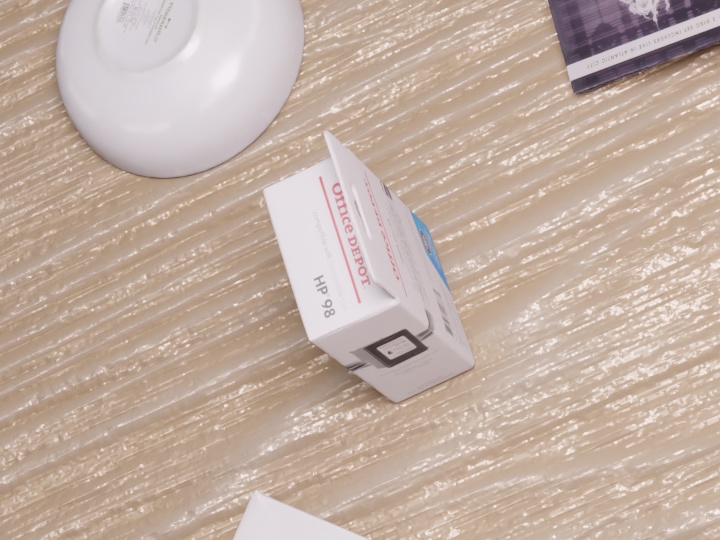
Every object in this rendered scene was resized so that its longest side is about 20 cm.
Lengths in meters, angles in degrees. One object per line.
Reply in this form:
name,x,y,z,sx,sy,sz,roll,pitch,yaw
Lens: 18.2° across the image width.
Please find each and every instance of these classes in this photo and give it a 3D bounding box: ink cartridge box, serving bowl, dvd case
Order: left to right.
serving bowl,-0.145,-0.174,1.673,0.199,0.066,0.202,-7,69,20
ink cartridge box,0.000,0.000,1.481,0.066,0.200,0.116,-24,65,13
dvd case,0.182,-0.238,1.534,0.148,0.016,0.201,-18,85,36

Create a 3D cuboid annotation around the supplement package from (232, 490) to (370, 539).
supplement package,0.021,0.254,1.385,0.190,0.200,0.148,20,81,26
